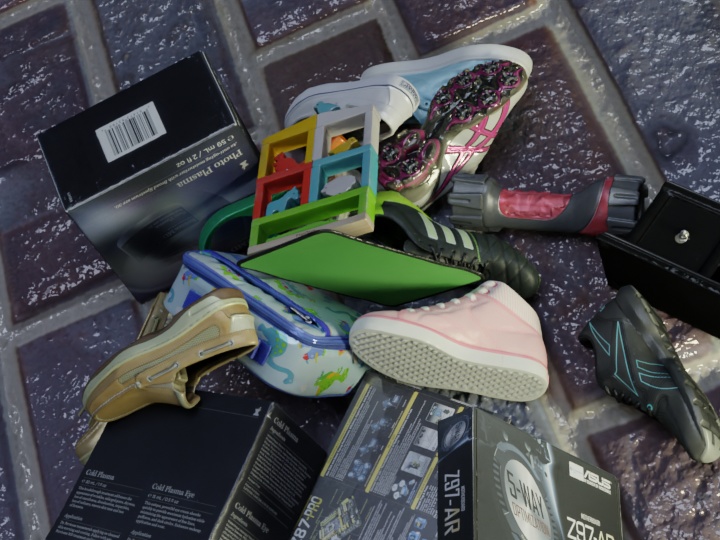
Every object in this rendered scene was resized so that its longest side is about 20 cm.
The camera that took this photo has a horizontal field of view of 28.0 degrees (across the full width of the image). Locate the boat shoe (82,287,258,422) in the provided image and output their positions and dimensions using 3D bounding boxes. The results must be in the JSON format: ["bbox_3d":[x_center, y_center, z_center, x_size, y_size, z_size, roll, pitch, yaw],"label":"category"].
[{"bbox_3d":[-0.180,0.098,1.357,0.200,0.072,0.076,-37,67,23],"label":"boat shoe"}]

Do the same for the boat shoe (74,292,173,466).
[{"bbox_3d":[-0.240,0.114,1.501,0.063,0.073,0.200,40,62,-10],"label":"boat shoe"}]

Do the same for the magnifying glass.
[{"bbox_3d":[-0.091,-0.073,1.534,0.200,0.080,0.022,-41,43,11],"label":"magnifying glass"}]

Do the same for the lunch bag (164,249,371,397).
[{"bbox_3d":[-0.087,0.052,1.439,0.200,0.161,0.082,32,104,32],"label":"lunch bag"}]

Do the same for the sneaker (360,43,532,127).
[{"bbox_3d":[0.094,-0.191,1.600,0.200,0.074,0.082,-9,63,24],"label":"sneaker"}]

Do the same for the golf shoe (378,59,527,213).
[{"bbox_3d":[0.103,-0.142,1.545,0.200,0.092,0.073,-43,50,-5],"label":"golf shoe"}]

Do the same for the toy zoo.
[{"bbox_3d":[-0.044,-0.099,1.461,0.131,0.020,0.200,-16,43,19],"label":"toy zoo"}]

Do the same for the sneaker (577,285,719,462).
[{"bbox_3d":[0.272,0.107,1.352,0.079,0.075,0.200,-34,47,12],"label":"sneaker"}]

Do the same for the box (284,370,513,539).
[{"bbox_3d":[0.037,0.209,1.370,0.161,0.049,0.200,16,66,25],"label":"box"}]

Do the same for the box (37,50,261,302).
[{"bbox_3d":[-0.204,-0.095,1.555,0.200,0.198,0.123,-27,57,1],"label":"box"}]

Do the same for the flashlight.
[{"bbox_3d":[0.191,-0.071,1.481,0.200,0.068,0.068,7,78,19],"label":"flashlight"}]

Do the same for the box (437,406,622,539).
[{"bbox_3d":[0.148,0.225,1.233,0.044,0.200,0.160,-28,47,39],"label":"box"}]

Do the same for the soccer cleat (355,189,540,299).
[{"bbox_3d":[0.083,-0.014,1.459,0.200,0.068,0.081,26,38,11],"label":"soccer cleat"}]

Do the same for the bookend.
[{"bbox_3d":[0.369,-0.041,1.389,0.199,0.092,0.200,28,70,32],"label":"bookend"}]

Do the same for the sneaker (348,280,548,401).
[{"bbox_3d":[0.087,0.056,1.404,0.200,0.075,0.105,14,53,-11],"label":"sneaker"}]

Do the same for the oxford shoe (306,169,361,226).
[{"bbox_3d":[-0.021,-0.055,1.516,0.075,0.058,0.200,-46,21,25],"label":"oxford shoe"}]

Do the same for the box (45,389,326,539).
[{"bbox_3d":[-0.165,0.215,1.376,0.200,0.104,0.182,5,61,38],"label":"box"}]

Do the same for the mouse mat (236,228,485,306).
[{"bbox_3d":[0.000,0.000,1.400,0.161,0.200,0.008,-19,63,52],"label":"mouse mat"}]

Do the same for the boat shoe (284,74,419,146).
[{"bbox_3d":[-0.024,-0.163,1.574,0.200,0.074,0.065,-15,36,51],"label":"boat shoe"}]
